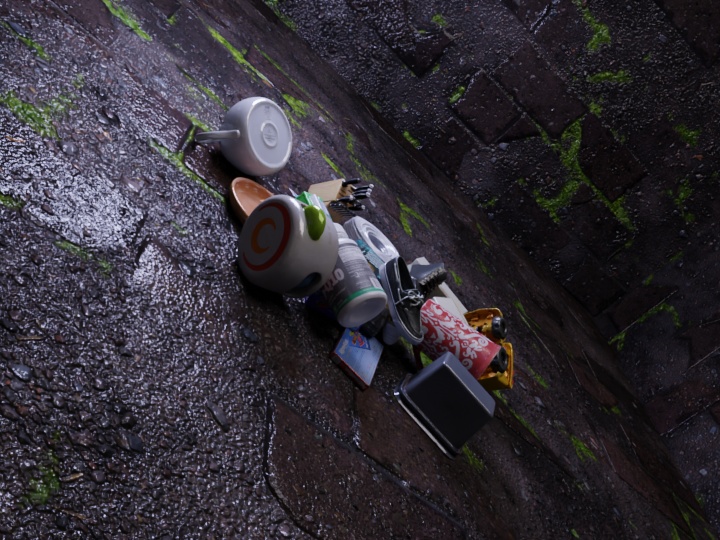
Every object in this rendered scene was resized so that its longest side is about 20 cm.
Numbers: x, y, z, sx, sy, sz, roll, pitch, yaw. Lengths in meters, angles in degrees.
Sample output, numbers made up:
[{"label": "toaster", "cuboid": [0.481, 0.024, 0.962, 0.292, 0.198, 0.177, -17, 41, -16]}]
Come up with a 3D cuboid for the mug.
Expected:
[{"label": "mug", "cuboid": [0.195, 0.185, 1.681, 0.200, 0.178, 0.134, 38, -11, 10]}]

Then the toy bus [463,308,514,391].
[{"label": "toy bus", "cuboid": [0.353, 0.228, 1.941, 0.192, 0.135, 0.201, 36, 52, -42]}]

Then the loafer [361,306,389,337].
[{"label": "loafer", "cuboid": [0.030, 0.084, 1.674, 0.073, 0.072, 0.200, 42, 9, -20]}]

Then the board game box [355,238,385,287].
[{"label": "board game box", "cuboid": [0.000, 0.000, 1.659, 0.135, 0.028, 0.200, 44, 26, 8]}]

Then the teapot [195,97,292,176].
[{"label": "teapot", "cuboid": [-0.271, -0.313, 1.727, 0.200, 0.145, 0.198, 55, 45, -39]}]

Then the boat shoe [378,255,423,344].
[{"label": "boat shoe", "cuboid": [0.106, 0.064, 1.621, 0.073, 0.068, 0.201, 6, 60, -46]}]

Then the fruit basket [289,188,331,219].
[{"label": "fruit basket", "cuboid": [-0.087, -0.102, 1.779, 0.200, 0.094, 0.186, 32, 25, -45]}]

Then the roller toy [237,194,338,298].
[{"label": "roller toy", "cuboid": [-0.140, -0.044, 1.426, 0.199, 0.184, 0.139, 20, -3, 45]}]

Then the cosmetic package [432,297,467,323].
[{"label": "cosmetic package", "cuboid": [0.229, 0.175, 1.853, 0.073, 0.104, 0.201, 5, 42, -30]}]

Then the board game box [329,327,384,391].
[{"label": "board game box", "cuboid": [-0.005, 0.172, 1.538, 0.103, 0.019, 0.200, 46, 20, -6]}]

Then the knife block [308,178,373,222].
[{"label": "knife block", "cuboid": [-0.050, -0.207, 1.925, 0.064, 0.175, 0.201, 35, 23, -32]}]

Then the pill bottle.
[{"label": "pill bottle", "cuboid": [-0.036, 0.007, 1.497, 0.113, 0.113, 0.201, 17, 37, -55]}]

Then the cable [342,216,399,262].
[{"label": "cable", "cuboid": [0.029, -0.060, 1.970, 0.200, 0.069, 0.200, 48, 20, 1]}]

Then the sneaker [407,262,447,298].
[{"label": "sneaker", "cuboid": [0.172, 0.033, 1.884, 0.200, 0.105, 0.075, -80, 156, -59]}]

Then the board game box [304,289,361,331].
[{"label": "board game box", "cuboid": [-0.054, 0.037, 1.622, 0.134, 0.045, 0.200, 30, 24, -18]}]

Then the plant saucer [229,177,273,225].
[{"label": "plant saucer", "cuboid": [-0.219, -0.123, 1.622, 0.200, 0.037, 0.201, 40, 21, -19]}]

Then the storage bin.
[{"label": "storage bin", "cuboid": [0.196, 0.281, 1.583, 0.200, 0.134, 0.146, 49, 20, 0]}]

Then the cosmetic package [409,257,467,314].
[{"label": "cosmetic package", "cuboid": [0.193, 0.072, 2.017, 0.200, 0.104, 0.073, 50, 21, 10]}]

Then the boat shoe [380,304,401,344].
[{"label": "boat shoe", "cuboid": [0.072, 0.126, 1.721, 0.070, 0.070, 0.200, 25, 12, 2]}]
